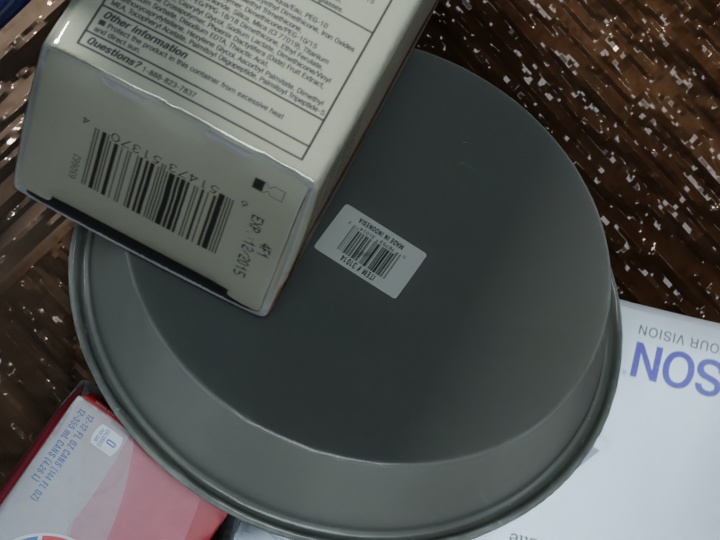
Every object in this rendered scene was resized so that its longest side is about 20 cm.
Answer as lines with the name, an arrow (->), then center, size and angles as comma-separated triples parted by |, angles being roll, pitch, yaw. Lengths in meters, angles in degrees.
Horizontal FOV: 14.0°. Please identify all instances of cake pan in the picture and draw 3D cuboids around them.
cake pan -> 0.000, 0.000, 1.015 | 0.199, 0.037, 0.201 | 7, 57, -11

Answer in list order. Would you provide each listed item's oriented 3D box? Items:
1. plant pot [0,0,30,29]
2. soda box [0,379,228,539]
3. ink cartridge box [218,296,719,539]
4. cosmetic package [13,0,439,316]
plant pot -> -0.191, -0.120, 0.894 | 0.199, 0.200, 0.180 | 35, 99, -7
soda box -> -0.127, 0.139, 1.014 | 0.070, 0.063, 0.201 | 35, 90, -5
ink cartridge box -> 0.048, 0.101, 1.063 | 0.198, 0.041, 0.201 | 13, 86, -7
cosmetic package -> -0.027, -0.099, 0.993 | 0.103, 0.087, 0.201 | 28, 56, 3
